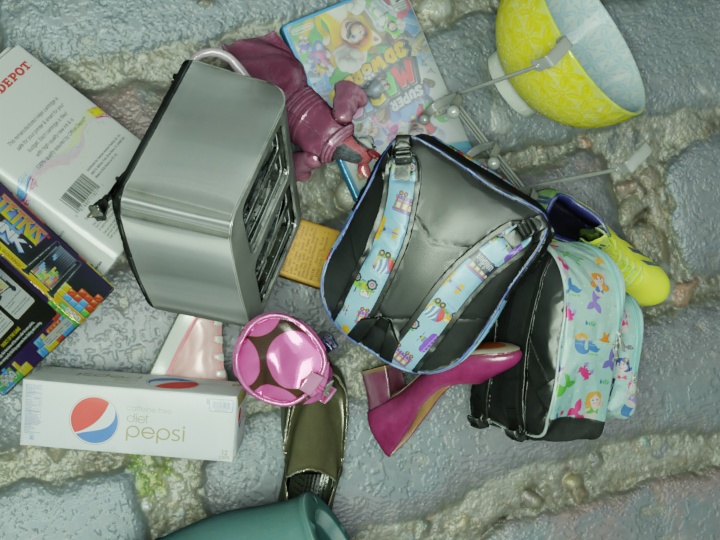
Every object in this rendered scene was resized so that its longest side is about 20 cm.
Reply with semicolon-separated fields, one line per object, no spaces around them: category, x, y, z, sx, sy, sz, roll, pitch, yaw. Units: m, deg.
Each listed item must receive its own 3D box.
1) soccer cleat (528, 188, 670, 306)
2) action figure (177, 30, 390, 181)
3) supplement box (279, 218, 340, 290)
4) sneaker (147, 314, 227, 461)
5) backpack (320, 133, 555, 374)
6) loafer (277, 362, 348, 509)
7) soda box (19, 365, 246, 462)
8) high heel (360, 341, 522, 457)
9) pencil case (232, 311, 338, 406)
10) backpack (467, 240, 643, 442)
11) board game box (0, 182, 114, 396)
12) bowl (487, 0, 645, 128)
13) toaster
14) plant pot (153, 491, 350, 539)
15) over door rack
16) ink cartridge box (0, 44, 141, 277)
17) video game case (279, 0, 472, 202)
soccer cleat;0.261;-0.020;1.219;0.200;0.084;0.065;34;82;-12
action figure;-0.059;-0.161;1.103;0.200;0.149;0.134;35;99;15
supplement box;0.000;0.000;1.162;0.200;0.067;0.069;16;86;-14
sneaker;-0.153;0.097;1.117;0.105;0.075;0.200;25;92;-7
backpack;0.066;-0.011;1.074;0.183;0.135;0.200;31;102;4
loafer;-0.044;0.192;1.148;0.075;0.070;0.200;4;89;-14
soda box;-0.210;0.133;1.048;0.200;0.068;0.064;5;96;1
high heel;0.088;0.130;1.133;0.067;0.200;0.096;-13;87;-46
pencil case;-0.065;0.088;1.041;0.091;0.200;0.094;-43;85;-2
backpack;0.199;0.066;1.154;0.150;0.178;0.200;-1;93;-24
board game box;-0.335;0.013;1.012;0.165;0.200;0.057;46;47;-10
bowl;0.200;-0.223;1.180;0.108;0.200;0.200;-31;100;31
toaster;-0.136;-0.060;1.013;0.119;0.181;0.200;13;57;12
plant pot;-0.096;0.308;1.043;0.188;0.200;0.200;-30;97;6
over door rack;0.163;-0.131;1.120;0.148;0.200;0.067;48;56;-17
ink cartridge box;-0.291;-0.093;1.046;0.200;0.084;0.145;38;41;-11
video game case;0.018;-0.192;1.192;0.143;0.018;0.200;-25;96;-14
